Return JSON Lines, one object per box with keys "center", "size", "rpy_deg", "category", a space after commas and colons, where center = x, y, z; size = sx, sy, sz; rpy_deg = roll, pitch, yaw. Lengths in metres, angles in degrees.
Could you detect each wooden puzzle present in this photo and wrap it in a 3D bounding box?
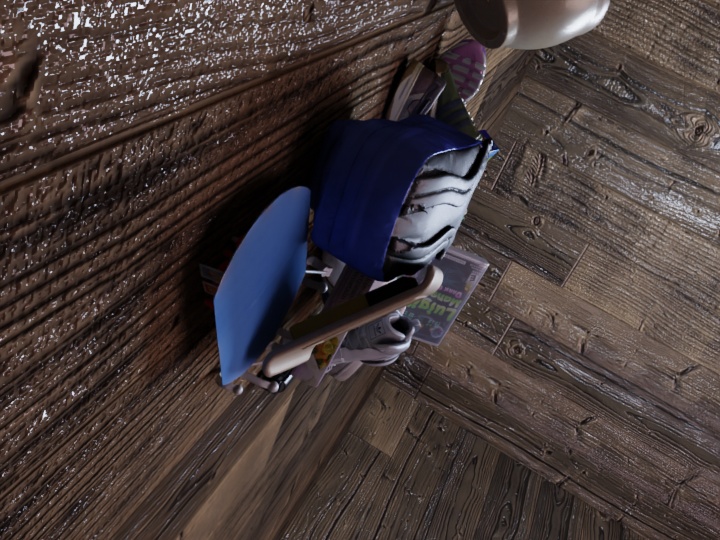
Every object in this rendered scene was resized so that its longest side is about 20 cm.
{"center": [-0.002, 0.046, 0.743], "size": [0.198, 0.038, 0.185], "rpy_deg": [-29, 174, 8], "category": "wooden puzzle"}

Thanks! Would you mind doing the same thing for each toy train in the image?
{"center": [-0.095, 0.128, 1.069], "size": [0.200, 0.045, 0.034], "rpy_deg": [-49, 165, -56], "category": "toy train"}

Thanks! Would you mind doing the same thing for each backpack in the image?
{"center": [0.025, -0.080, 0.731], "size": [0.200, 0.166, 0.165], "rpy_deg": [-32, 141, -61], "category": "backpack"}

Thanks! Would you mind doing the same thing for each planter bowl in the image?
{"center": [0.201, -0.369, 0.879], "size": [0.134, 0.202, 0.201], "rpy_deg": [-32, 165, -10], "category": "planter bowl"}

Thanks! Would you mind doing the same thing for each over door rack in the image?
{"center": [-0.090, 0.065, 0.842], "size": [0.150, 0.066, 0.200], "rpy_deg": [-62, 171, 10], "category": "over door rack"}

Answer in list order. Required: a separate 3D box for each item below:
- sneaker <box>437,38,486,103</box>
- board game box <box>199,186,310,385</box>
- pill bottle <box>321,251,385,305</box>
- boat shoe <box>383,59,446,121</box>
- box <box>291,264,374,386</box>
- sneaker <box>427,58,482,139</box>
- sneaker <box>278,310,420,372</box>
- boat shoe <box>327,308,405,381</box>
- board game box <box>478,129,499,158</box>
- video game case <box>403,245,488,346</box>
{"center": [0.143, -0.289, 1.094], "size": [0.089, 0.080, 0.201], "rpy_deg": [-60, 178, -39], "category": "sneaker"}
{"center": [-0.104, 0.006, 0.651], "size": [0.159, 0.038, 0.202], "rpy_deg": [-56, 164, -37], "category": "board game box"}
{"center": [0.000, 0.000, 0.998], "size": [0.117, 0.114, 0.201], "rpy_deg": [-57, 171, -22], "category": "pill bottle"}
{"center": [0.062, -0.188, 0.946], "size": [0.074, 0.064, 0.201], "rpy_deg": [-56, 170, -40], "category": "boat shoe"}
{"center": [-0.029, 0.055, 0.867], "size": [0.202, 0.038, 0.042], "rpy_deg": [-62, -173, 21], "category": "box"}
{"center": [0.133, -0.205, 0.999], "size": [0.067, 0.088, 0.204], "rpy_deg": [136, -39, -67], "category": "sneaker"}
{"center": [-0.012, 0.093, 0.974], "size": [0.115, 0.197, 0.076], "rpy_deg": [-45, -130, 54], "category": "sneaker"}
{"center": [0.000, 0.091, 1.126], "size": [0.200, 0.068, 0.072], "rpy_deg": [-48, -157, 22], "category": "boat shoe"}
{"center": [0.125, -0.163, 1.128], "size": [0.199, 0.045, 0.134], "rpy_deg": [-21, 162, -48], "category": "board game box"}
{"center": [0.093, 0.030, 1.160], "size": [0.184, 0.197, 0.023], "rpy_deg": [-60, -153, 23], "category": "video game case"}
